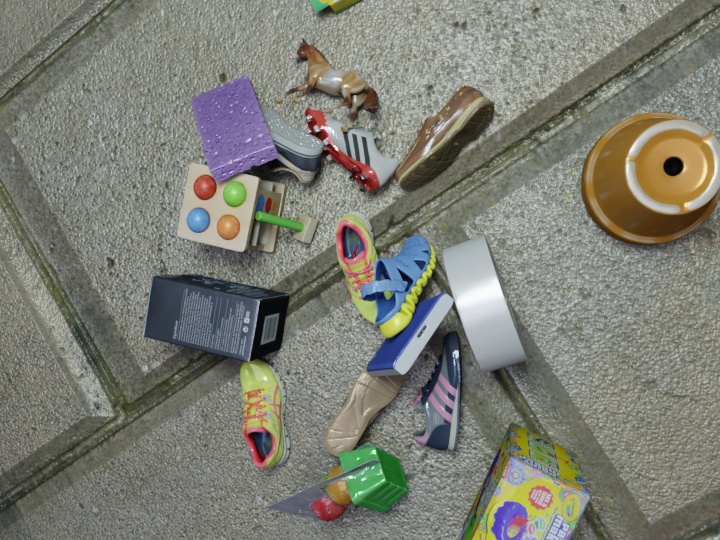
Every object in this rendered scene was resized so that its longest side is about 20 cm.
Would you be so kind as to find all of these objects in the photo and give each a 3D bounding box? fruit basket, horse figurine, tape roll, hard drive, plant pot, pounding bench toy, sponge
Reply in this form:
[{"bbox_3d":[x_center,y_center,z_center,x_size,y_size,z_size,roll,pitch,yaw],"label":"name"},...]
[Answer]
[{"bbox_3d":[-0.030,0.364,1.064,0.198,0.185,0.095,-24,56,17],"label":"fruit basket"},{"bbox_3d":[-0.048,-0.311,1.083,0.198,0.050,0.133,24,60,15],"label":"horse figurine"},{"bbox_3d":[0.191,0.050,0.979,0.070,0.202,0.204,-20,87,13],"label":"tape roll"},{"bbox_3d":[0.071,0.104,0.989,0.025,0.200,0.132,37,76,-2],"label":"hard drive"},{"bbox_3d":[0.434,-0.138,0.923,0.198,0.183,0.203,0,92,13],"label":"plant pot"},{"bbox_3d":[-0.185,-0.096,1.083,0.198,0.156,0.126,13,95,12],"label":"pounding bench toy"},{"bbox_3d":[-0.213,-0.240,1.056,0.111,0.030,0.201,-23,53,0],"label":"sponge"}]

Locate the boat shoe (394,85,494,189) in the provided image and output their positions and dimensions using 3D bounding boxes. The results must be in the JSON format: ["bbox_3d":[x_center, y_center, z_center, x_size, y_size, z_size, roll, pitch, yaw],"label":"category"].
[{"bbox_3d":[0.130,-0.219,1.055,0.200,0.072,0.068,-45,62,15],"label":"boat shoe"}]

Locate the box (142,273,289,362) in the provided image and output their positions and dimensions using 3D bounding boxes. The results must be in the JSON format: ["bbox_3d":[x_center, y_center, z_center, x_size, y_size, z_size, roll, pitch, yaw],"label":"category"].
[{"bbox_3d":[-0.246,0.077,1.108,0.198,0.148,0.108,11,94,12],"label":"box"}]

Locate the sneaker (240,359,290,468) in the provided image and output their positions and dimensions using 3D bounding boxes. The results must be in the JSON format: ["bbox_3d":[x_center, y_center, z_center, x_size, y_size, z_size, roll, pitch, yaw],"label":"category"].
[{"bbox_3d":[-0.176,0.255,1.127,0.077,0.090,0.202,-16,87,15],"label":"sneaker"}]

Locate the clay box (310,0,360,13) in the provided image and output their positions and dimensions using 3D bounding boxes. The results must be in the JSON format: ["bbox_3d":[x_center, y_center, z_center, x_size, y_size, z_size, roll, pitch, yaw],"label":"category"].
[{"bbox_3d":[-0.005,-0.529,1.082,0.198,0.048,0.116,-23,87,14],"label":"clay box"}]

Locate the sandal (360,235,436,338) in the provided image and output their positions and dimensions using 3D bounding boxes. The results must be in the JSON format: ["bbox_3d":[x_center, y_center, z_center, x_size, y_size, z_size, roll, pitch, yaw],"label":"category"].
[{"bbox_3d":[0.060,0.007,1.019,0.087,0.201,0.079,42,135,-16],"label":"sandal"}]

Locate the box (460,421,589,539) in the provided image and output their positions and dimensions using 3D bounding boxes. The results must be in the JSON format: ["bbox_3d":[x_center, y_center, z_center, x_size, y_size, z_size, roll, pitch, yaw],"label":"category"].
[{"bbox_3d":[0.246,0.372,0.979,0.121,0.193,0.202,25,97,11],"label":"box"}]

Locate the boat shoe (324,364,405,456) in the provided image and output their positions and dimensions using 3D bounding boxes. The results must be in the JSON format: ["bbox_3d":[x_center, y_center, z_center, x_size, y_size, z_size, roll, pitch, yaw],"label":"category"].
[{"bbox_3d":[0.007,0.227,1.096,0.072,0.065,0.201,34,81,1],"label":"boat shoe"}]

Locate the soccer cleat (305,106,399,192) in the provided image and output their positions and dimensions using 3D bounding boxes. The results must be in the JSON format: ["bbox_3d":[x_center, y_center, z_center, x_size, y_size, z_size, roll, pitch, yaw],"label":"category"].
[{"bbox_3d":[-0.018,-0.218,1.091,0.085,0.069,0.200,-36,68,-20],"label":"soccer cleat"}]

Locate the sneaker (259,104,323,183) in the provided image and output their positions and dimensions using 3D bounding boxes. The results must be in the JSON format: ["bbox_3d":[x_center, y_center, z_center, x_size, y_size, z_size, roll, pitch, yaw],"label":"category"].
[{"bbox_3d":[-0.151,-0.221,1.109,0.199,0.078,0.080,37,133,27],"label":"sneaker"}]

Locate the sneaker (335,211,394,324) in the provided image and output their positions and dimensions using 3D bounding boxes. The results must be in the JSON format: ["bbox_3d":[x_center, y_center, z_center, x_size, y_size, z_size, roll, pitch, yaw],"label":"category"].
[{"bbox_3d":[0.000,0.000,1.070,0.077,0.090,0.202,-22,88,11],"label":"sneaker"}]

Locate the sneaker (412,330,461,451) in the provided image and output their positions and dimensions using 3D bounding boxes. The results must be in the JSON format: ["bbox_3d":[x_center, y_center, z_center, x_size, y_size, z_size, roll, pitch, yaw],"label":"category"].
[{"bbox_3d":[0.128,0.200,1.064,0.081,0.070,0.203,3,91,10],"label":"sneaker"}]
